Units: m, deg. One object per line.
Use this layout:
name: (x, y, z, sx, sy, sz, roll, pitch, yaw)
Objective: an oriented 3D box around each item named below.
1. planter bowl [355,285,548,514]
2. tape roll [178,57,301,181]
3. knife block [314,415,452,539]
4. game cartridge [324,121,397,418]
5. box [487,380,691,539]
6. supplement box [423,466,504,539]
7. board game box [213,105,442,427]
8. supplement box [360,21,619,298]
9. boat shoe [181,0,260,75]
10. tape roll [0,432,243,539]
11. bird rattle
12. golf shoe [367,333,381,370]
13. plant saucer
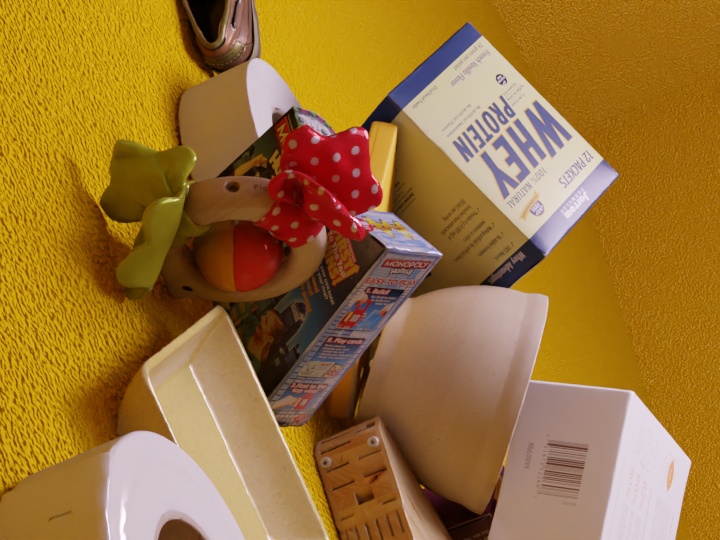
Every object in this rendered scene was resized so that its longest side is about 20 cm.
planter bowl: (0.073, 0.098, 1.548, 0.200, 0.134, 0.202, 18, 90, -87)
tape roll: (-0.083, -0.082, 1.541, 0.203, 0.070, 0.203, 59, 16, -29)
knife block: (0.042, 0.240, 1.520, 0.175, 0.064, 0.201, 34, 35, -67)
game cartridge: (0.000, 0.000, 1.540, 0.177, 0.032, 0.201, -75, 171, -45)
box: (0.210, 0.206, 1.575, 0.200, 0.106, 0.153, 45, 55, -55)
supplement box: (0.124, 0.303, 1.646, 0.201, 0.103, 0.131, 64, 16, -12)
board game box: (-0.034, -0.012, 1.344, 0.061, 0.200, 0.201, 5, 59, -42)
supplement box: (0.091, -0.079, 1.637, 0.200, 0.200, 0.134, 45, 55, 1)
boat shoe: (-0.137, -0.280, 1.643, 0.068, 0.072, 0.201, 41, 29, -62)
tape roll: (-0.116, 0.192, 0.957, 0.203, 0.070, 0.203, 59, 17, -30)
bird rattle: (-0.083, -0.036, 1.253, 0.163, 0.198, 0.113, 90, -12, -58)
golf shoe: (0.051, 0.091, 1.719, 0.078, 0.097, 0.201, 52, 19, -41)
plant saucer: (-0.097, 0.140, 1.187, 0.200, 0.048, 0.201, -45, 112, -75)
